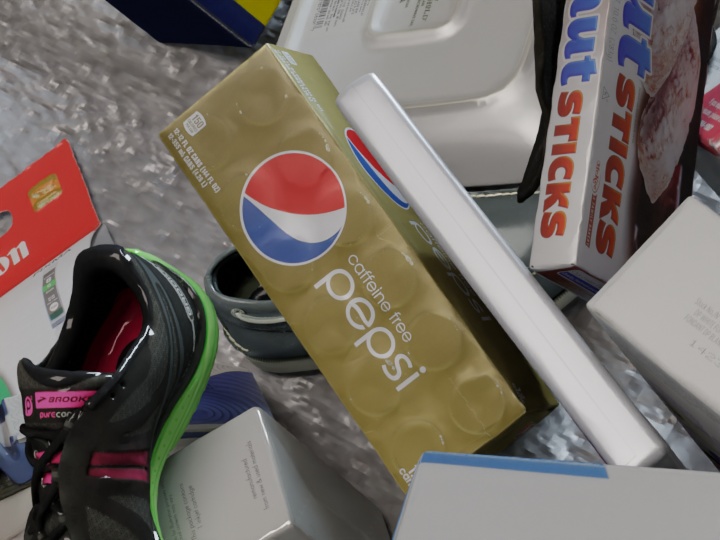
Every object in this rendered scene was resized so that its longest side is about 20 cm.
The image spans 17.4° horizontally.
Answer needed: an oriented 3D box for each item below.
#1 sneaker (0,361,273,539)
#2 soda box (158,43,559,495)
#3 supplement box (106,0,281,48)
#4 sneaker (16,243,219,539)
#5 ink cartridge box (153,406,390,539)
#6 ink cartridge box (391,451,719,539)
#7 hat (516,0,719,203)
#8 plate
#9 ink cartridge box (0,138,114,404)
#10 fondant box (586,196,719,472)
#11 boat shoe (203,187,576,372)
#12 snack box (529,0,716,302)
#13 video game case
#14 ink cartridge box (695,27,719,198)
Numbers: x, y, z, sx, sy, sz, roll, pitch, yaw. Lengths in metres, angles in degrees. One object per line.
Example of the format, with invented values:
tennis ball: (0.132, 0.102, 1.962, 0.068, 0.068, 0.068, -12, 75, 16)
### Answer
sneaker: (-0.133, 0.115, 1.105, 0.198, 0.116, 0.081, -9, 25, -7)
soda box: (0.000, 0.000, 1.037, 0.068, 0.064, 0.201, -38, 79, 14)
supplement box: (-0.070, -0.230, 1.232, 0.109, 0.109, 0.201, 11, 67, 58)
sneaker: (-0.116, 0.078, 0.956, 0.076, 0.084, 0.201, -11, 54, 28)
ink cartridge box: (-0.091, 0.154, 1.027, 0.199, 0.116, 0.068, -31, 49, 13)
ink cartridge box: (0.113, 0.147, 0.850, 0.144, 0.200, 0.085, 2, 61, 32)
hat: (0.112, -0.122, 0.989, 0.080, 0.201, 0.202, 5, 62, 4)
plate: (0.035, -0.126, 1.155, 0.199, 0.032, 0.201, -3, 54, 32)
ink cartridge box: (-0.196, 0.032, 1.214, 0.160, 0.050, 0.201, -35, 52, 10)
fondant box: (0.180, 0.074, 0.848, 0.058, 0.200, 0.144, -46, 49, -4)
boat shoe: (0.019, -0.002, 1.087, 0.199, 0.062, 0.073, -14, 53, 23)
snack box: (0.105, -0.086, 0.892, 0.024, 0.072, 0.201, -4, 70, 40)
video game case: (0.077, 0.031, 0.930, 0.024, 0.182, 0.200, -37, 60, 3)
ink cartridge box: (0.225, -0.098, 0.959, 0.200, 0.083, 0.145, -42, 11, 4)
